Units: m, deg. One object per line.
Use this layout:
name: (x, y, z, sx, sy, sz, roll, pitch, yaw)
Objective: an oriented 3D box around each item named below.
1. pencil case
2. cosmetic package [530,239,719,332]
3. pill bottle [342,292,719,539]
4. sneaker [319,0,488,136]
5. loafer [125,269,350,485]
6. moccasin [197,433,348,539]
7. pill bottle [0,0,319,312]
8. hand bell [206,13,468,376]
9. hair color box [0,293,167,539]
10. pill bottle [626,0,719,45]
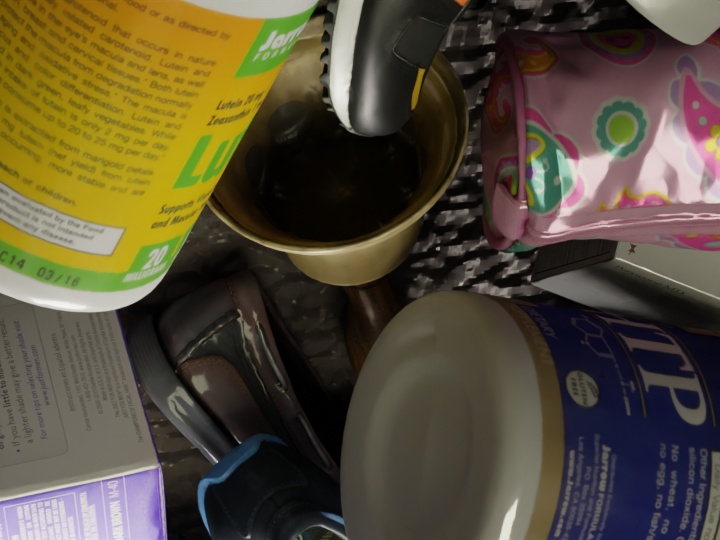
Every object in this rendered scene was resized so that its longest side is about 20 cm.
pencil case: (0.143, -0.045, 0.883, 0.198, 0.088, 0.088, 1, 132, -8)
cosmetic package: (0.177, 0.011, 0.983, 0.199, 0.082, 0.051, 20, 78, -17)
pill bottle: (0.105, 0.079, 0.917, 0.199, 0.120, 0.120, 9, 128, -31)
sneaker: (0.046, -0.121, 0.781, 0.089, 0.070, 0.201, 16, 124, 2)
loafer: (-0.018, 0.073, 1.013, 0.063, 0.072, 0.200, -36, 131, 9)
moccasin: (-0.001, 0.150, 0.983, 0.081, 0.068, 0.200, -46, 129, -3)
pill bottle: (-0.074, -0.094, 0.802, 0.110, 0.111, 0.201, 12, 126, -30)
hand bell: (0.000, 0.000, 0.956, 0.103, 0.105, 0.201, -19, 148, -3)
hair color box: (-0.181, 0.074, 0.919, 0.198, 0.110, 0.065, -10, 136, -12)
pill bottle: (0.156, -0.176, 0.811, 0.119, 0.120, 0.200, 29, 116, -39)
